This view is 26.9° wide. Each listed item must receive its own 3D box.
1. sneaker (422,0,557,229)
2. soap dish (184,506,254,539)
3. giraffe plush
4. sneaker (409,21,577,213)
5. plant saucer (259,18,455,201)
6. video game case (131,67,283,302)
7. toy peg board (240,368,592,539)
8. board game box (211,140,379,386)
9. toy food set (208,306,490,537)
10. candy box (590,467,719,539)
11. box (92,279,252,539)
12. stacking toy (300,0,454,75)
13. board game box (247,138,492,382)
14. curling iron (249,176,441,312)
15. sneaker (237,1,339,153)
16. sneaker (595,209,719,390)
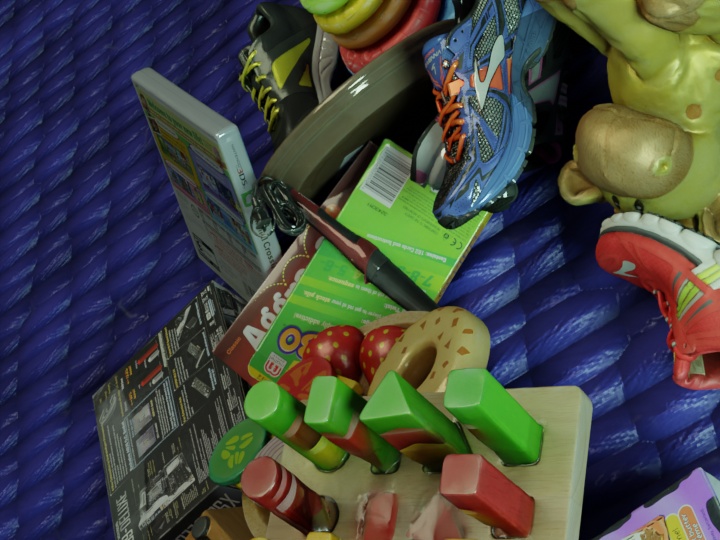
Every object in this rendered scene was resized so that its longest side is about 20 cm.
[{"bbox_3d":[0.072,-0.120,0.995,0.075,0.078,0.201,143,143,-61],"label":"sneaker"},{"bbox_3d":[-0.079,0.265,1.013,0.158,0.081,0.200,-56,38,0],"label":"soap dish"},{"bbox_3d":[0.185,-0.107,0.938,0.172,0.199,0.163,30,105,60],"label":"giraffe plush"},{"bbox_3d":[0.119,-0.117,1.087,0.200,0.086,0.080,-53,-6,-20],"label":"sneaker"},{"bbox_3d":[0.009,-0.114,1.141,0.200,0.200,0.030,-41,83,20],"label":"plant saucer"},{"bbox_3d":[-0.116,-0.059,1.215,0.022,0.183,0.200,-27,30,-16],"label":"video game case"},{"bbox_3d":[0.010,0.148,0.832,0.199,0.098,0.201,-6,59,32],"label":"toy peg board"},{"bbox_3d":[-0.013,0.014,1.125,0.103,0.019,0.201,38,95,14],"label":"board game box"},{"bbox_3d":[-0.008,0.103,0.989,0.199,0.049,0.199,-54,32,-16],"label":"toy food set"},{"bbox_3d":[0.146,0.233,0.794,0.200,0.071,0.168,-38,41,22],"label":"candy box"},{"bbox_3d":[-0.137,0.129,1.201,0.158,0.050,0.201,-43,39,18],"label":"box"},{"bbox_3d":[-0.018,-0.239,1.213,0.116,0.200,0.110,-52,38,7],"label":"stacking toy"},{"bbox_3d":[0.006,0.014,1.097,0.095,0.030,0.201,33,91,13],"label":"board game box"},{"bbox_3d":[0.000,0.000,1.071,0.050,0.199,0.026,-48,-11,-33],"label":"curling iron"},{"bbox_3d":[-0.069,-0.151,1.289,0.075,0.084,0.201,121,159,-45],"label":"sneaker"},{"bbox_3d":[0.199,0.025,0.887,0.200,0.077,0.085,32,93,53],"label":"sneaker"}]
